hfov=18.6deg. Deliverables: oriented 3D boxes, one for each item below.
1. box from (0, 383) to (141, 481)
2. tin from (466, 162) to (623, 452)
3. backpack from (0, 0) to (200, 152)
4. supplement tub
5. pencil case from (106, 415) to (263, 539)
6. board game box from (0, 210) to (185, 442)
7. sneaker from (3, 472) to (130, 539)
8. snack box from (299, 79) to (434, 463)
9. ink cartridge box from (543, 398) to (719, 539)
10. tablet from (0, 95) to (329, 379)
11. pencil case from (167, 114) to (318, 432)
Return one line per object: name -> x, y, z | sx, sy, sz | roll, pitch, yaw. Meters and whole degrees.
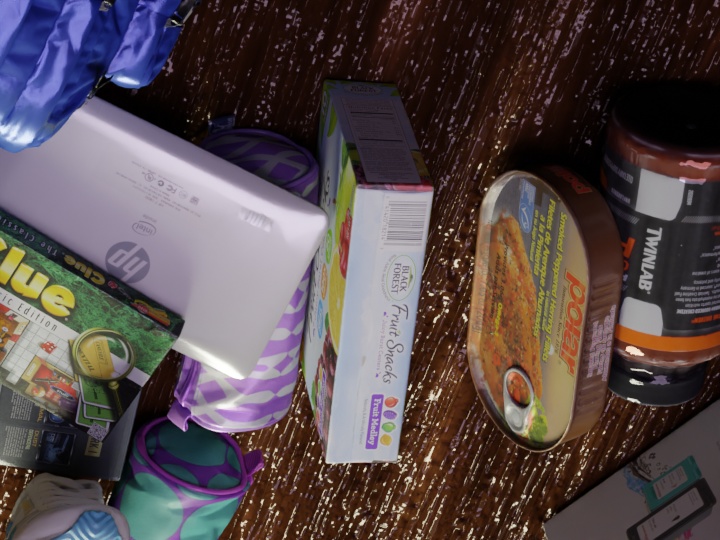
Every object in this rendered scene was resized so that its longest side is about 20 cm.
box -> -0.213, 0.035, 1.424 | 0.157, 0.051, 0.200 | 9, 119, -12
tin -> 0.120, 0.025, 1.428 | 0.042, 0.112, 0.200 | -14, 126, -28
backpack -> -0.180, -0.165, 1.221 | 0.168, 0.163, 0.200 | 28, 100, -21
supplement tub -> 0.201, -0.012, 1.419 | 0.107, 0.107, 0.200 | -1, 120, -7
pencil case -> -0.140, 0.201, 1.515 | 0.092, 0.085, 0.200 | 13, 118, -16
board game box -> -0.219, 0.019, 1.354 | 0.200, 0.023, 0.105 | 31, 120, -9
sneaker -> -0.197, 0.170, 1.435 | 0.076, 0.081, 0.200 | 13, 161, -18
snack box -> 0.000, 0.000, 1.378 | 0.053, 0.142, 0.200 | 2, 120, -10
ink cartridge box -> 0.257, 0.207, 1.536 | 0.200, 0.146, 0.147 | -38, 118, 15
tablet -> -0.133, -0.024, 1.340 | 0.200, 0.014, 0.130 | 26, 113, -5
pencil case -> -0.076, 0.007, 1.405 | 0.085, 0.084, 0.200 | -20, 128, -37
